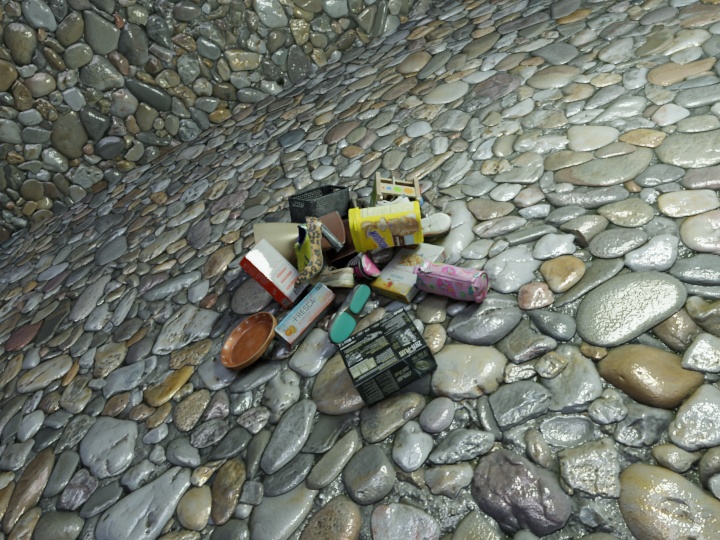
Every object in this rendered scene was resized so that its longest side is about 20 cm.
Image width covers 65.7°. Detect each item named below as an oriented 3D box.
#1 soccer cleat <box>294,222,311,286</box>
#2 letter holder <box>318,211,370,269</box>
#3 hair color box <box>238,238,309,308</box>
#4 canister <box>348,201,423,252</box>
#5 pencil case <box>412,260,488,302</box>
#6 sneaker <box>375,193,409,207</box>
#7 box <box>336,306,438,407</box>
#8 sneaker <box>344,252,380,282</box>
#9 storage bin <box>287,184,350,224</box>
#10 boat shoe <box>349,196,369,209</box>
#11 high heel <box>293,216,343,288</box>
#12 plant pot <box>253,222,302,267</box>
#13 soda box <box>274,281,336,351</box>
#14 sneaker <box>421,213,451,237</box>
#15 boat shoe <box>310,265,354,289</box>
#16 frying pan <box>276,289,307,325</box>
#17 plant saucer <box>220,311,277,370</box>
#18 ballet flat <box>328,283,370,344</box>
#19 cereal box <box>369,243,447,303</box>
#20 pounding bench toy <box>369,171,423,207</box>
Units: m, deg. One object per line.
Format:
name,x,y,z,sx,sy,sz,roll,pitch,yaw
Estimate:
soccer cleat,-0.181,-0.049,1.759,0.064,0.203,0.083,9,5,43
letter holder,-0.055,-0.104,1.806,0.141,0.101,0.201,-22,36,5
hair color box,-0.263,0.009,1.708,0.061,0.200,0.102,-40,8,49
canister,0.076,-0.125,1.597,0.197,0.149,0.088,-7,59,7
pencil case,0.236,0.026,1.467,0.198,0.088,0.088,14,52,38
sneaker,0.066,-0.173,1.687,0.198,0.072,0.073,-20,0,24
box,0.062,0.207,1.364,0.198,0.087,0.164,-30,36,-2
sneaker,0.000,0.000,1.643,0.087,0.074,0.200,-41,13,3
storage bin,-0.142,-0.231,1.960,0.134,0.095,0.199,14,28,43
boat shoe,0.002,-0.209,1.886,0.072,0.075,0.200,4,21,-4
high heel,-0.164,-0.056,1.663,0.200,0.143,0.071,-47,6,-14
plant pot,-0.238,-0.084,1.853,0.197,0.189,0.188,-13,36,-5
soda box,-0.157,0.131,1.597,0.068,0.064,0.200,37,65,14
sneaker,0.184,-0.121,1.697,0.197,0.082,0.078,-3,74,22
boat shoe,-0.083,0.020,1.659,0.199,0.071,0.066,-1,82,56
frying pan,-0.187,0.130,1.672,0.114,0.031,0.191,13,56,41
plant saucer,-0.324,0.209,1.636,0.199,0.032,0.201,-28,32,19
ballet flat,-0.038,0.124,1.555,0.072,0.073,0.201,8,55,39
cereal box,0.139,-0.001,1.604,0.143,0.040,0.200,14,54,46
pounding bench toy,0.109,-0.190,1.795,0.154,0.202,0.125,7,41,-6
